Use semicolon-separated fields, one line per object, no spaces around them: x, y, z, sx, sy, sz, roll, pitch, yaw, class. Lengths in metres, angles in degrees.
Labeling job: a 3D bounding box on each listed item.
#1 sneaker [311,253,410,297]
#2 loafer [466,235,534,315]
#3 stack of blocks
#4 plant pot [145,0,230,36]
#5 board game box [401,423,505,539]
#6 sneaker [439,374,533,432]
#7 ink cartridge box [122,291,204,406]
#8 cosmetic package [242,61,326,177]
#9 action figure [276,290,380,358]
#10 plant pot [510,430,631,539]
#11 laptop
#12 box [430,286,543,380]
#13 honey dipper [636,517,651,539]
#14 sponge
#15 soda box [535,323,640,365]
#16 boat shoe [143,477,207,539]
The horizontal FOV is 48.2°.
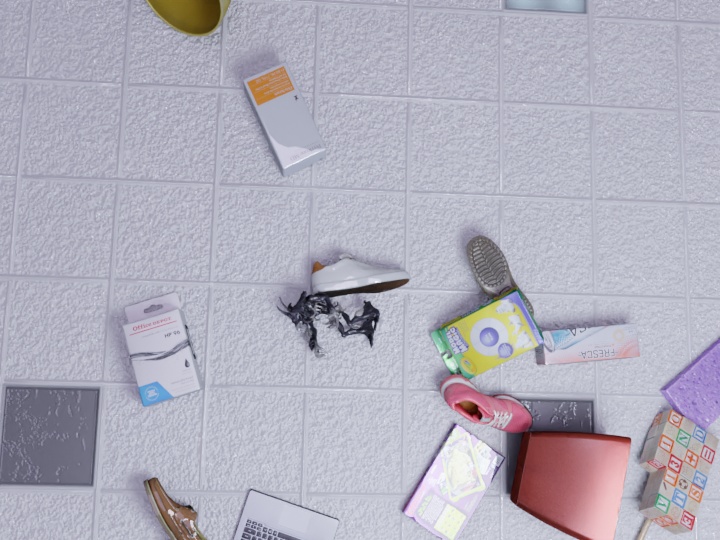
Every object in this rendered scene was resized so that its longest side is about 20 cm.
0.000;0.000;1.600;0.197;0.073;0.086;-4;70;-11;sneaker
0.273;0.024;1.616;0.075;0.068;0.202;-30;88;-4;loafer
0.606;0.389;1.563;0.114;0.059;0.201;31;62;0;stack of blocks
-0.330;-0.598;1.620;0.198;0.201;0.143;29;56;1;plant pot
0.182;0.418;1.575;0.119;0.032;0.201;34;80;-3;board game box
0.244;0.277;1.553;0.198;0.087;0.074;23;109;-9;sneaker
-0.385;0.148;1.554;0.114;0.068;0.203;-17;83;-6;ink cartridge box
-0.154;-0.306;1.634;0.100;0.071;0.202;-25;85;-7;cosmetic package
-0.064;0.100;1.560;0.197;0.120;0.103;7;49;-11;action figure
0.384;0.392;1.517;0.174;0.200;0.203;13;81;7;plant pot
-0.153;0.539;1.490;0.185;0.116;0.203;19;81;-2;laptop
0.244;0.130;1.576;0.198;0.048;0.118;-29;92;17;box
0.554;0.513;1.582;0.038;0.038;0.202;31;81;1;honey dipper
0.719;0.227;1.639;0.199;0.030;0.112;-38;86;-9;sponge
0.453;0.149;1.615;0.197;0.064;0.070;-5;82;-5;soda box
-0.337;0.470;1.515;0.067;0.072;0.202;-29;94;-12;boat shoe
